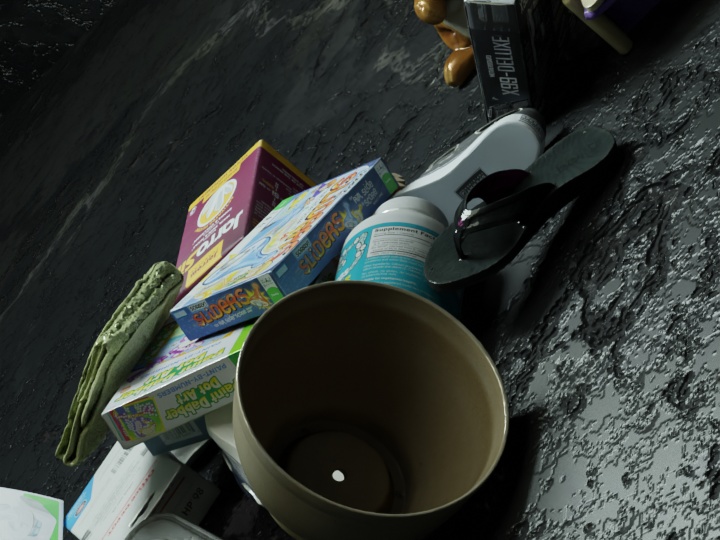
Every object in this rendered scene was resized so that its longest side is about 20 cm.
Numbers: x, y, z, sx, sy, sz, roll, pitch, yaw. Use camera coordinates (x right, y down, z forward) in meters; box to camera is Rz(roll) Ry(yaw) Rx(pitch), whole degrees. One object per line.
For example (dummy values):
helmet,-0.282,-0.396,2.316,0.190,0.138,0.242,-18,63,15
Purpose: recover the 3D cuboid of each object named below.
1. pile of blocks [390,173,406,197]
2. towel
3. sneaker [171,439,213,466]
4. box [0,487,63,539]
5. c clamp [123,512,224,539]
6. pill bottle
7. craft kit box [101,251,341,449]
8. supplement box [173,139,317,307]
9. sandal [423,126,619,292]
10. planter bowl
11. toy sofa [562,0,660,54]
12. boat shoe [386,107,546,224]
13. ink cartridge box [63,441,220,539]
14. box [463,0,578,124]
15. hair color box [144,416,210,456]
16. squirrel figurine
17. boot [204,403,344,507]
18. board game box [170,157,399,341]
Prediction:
pile of blocks,0.000,0.000,1.553,0.062,0.082,0.200,28,88,36
towel,-0.222,0.085,1.513,0.200,0.036,0.148,-66,0,-64
sneaker,-0.191,0.120,1.700,0.075,0.087,0.200,-49,20,14
box,-0.359,0.338,1.598,0.200,0.097,0.177,-111,38,-66
c clamp,-0.178,0.296,1.408,0.200,0.027,0.171,11,63,42
pill bottle,0.030,0.026,1.364,0.111,0.111,0.200,-37,25,34
craft kit box,-0.110,0.061,1.437,0.200,0.049,0.198,-25,19,20
supplement box,-0.122,-0.025,1.765,0.131,0.103,0.200,-40,25,26
sandal,0.122,-0.060,1.318,0.200,0.048,0.075,-41,35,-15
planter bowl,-0.006,0.126,1.205,0.135,0.200,0.200,113,177,-49
toy sofa,0.268,-0.285,1.406,0.200,0.083,0.098,-46,32,16
boat shoe,0.092,-0.082,1.478,0.200,0.070,0.066,-43,6,31
ink cartridge box,-0.210,0.234,1.582,0.116,0.067,0.200,-56,21,-11
box,0.157,-0.254,1.494,0.050,0.158,0.200,9,55,21
hair color box,-0.137,0.089,1.587,0.099,0.061,0.200,-20,21,34
squirrel figurine,0.092,-0.332,1.697,0.141,0.187,0.200,-35,27,38
boot,-0.053,0.180,1.363,0.073,0.090,0.200,-34,45,-16
board game box,-0.065,-0.020,1.451,0.135,0.034,0.200,-21,19,40
